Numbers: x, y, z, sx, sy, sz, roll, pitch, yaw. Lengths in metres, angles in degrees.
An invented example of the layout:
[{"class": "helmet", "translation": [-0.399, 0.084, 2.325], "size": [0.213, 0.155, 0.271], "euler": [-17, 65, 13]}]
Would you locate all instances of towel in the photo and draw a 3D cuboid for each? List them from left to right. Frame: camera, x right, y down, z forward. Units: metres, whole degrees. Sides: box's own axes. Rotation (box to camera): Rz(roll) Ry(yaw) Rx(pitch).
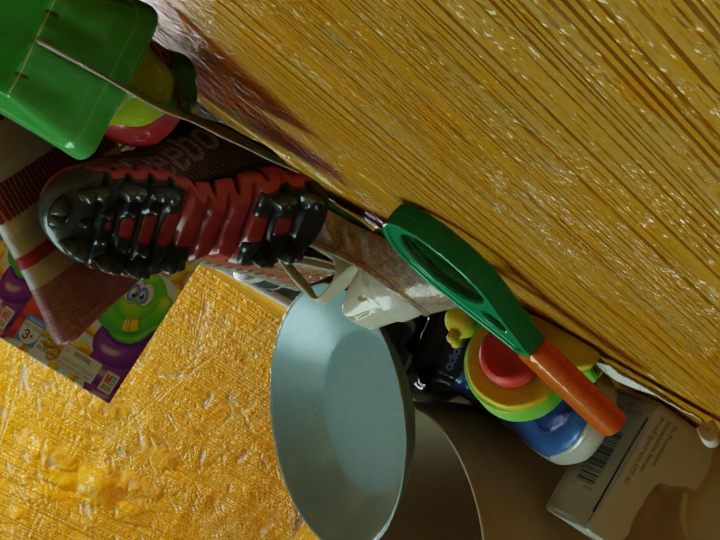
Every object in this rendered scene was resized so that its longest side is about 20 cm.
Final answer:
[{"class": "towel", "translation": [-0.194, -0.069, 1.009], "size": [0.201, 0.023, 0.144], "euler": [63, -154, -12]}]

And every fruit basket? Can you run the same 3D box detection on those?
[{"class": "fruit basket", "translation": [-0.146, -0.119, 0.928], "size": [0.185, 0.094, 0.199], "euler": [29, -170, 34]}]

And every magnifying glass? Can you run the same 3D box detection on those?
[{"class": "magnifying glass", "translation": [0.089, 0.031, 1.014], "size": [0.200, 0.022, 0.079], "euler": [45, 168, -20]}]

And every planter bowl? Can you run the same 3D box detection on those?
[{"class": "planter bowl", "translation": [0.090, 0.194, 1.284], "size": [0.134, 0.202, 0.200], "euler": [-3, -164, -31]}]

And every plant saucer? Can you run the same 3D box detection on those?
[{"class": "plant saucer", "translation": [-0.006, 0.109, 1.267], "size": [0.038, 0.203, 0.201], "euler": [-4, -164, -32]}]

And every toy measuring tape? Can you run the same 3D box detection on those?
[{"class": "toy measuring tape", "translation": [0.133, 0.081, 1.093], "size": [0.199, 0.074, 0.074], "euler": [31, 175, 23]}]

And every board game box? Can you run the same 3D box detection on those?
[{"class": "board game box", "translation": [-0.177, -0.030, 1.166], "size": [0.105, 0.201, 0.103], "euler": [37, 173, -41]}]

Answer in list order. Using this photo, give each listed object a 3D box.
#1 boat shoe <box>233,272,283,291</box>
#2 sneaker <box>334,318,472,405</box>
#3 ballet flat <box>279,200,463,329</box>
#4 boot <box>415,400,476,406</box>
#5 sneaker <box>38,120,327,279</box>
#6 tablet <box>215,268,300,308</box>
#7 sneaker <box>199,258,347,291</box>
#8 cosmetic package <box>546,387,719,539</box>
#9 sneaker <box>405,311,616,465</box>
[{"class": "boat shoe", "translation": [-0.071, -0.019, 1.410], "size": [0.060, 0.072, 0.201], "euler": [33, -177, -16]}, {"class": "sneaker", "translation": [0.007, 0.039, 1.346], "size": [0.200, 0.067, 0.090], "euler": [39, -169, 38]}, {"class": "ballet flat", "translation": [0.000, 0.000, 1.143], "size": [0.199, 0.068, 0.068], "euler": [28, 174, 42]}, {"class": "boot", "translation": [0.115, 0.156, 1.456], "size": [0.199, 0.151, 0.073], "euler": [35, 174, -25]}, {"class": "sneaker", "translation": [-0.117, -0.048, 1.021], "size": [0.199, 0.071, 0.098], "euler": [-4, -141, -44]}, {"class": "tablet", "translation": [-0.050, 0.013, 1.534], "size": [0.199, 0.014, 0.130], "euler": [30, -159, -10]}, {"class": "sneaker", "translation": [-0.069, -0.038, 1.273], "size": [0.198, 0.081, 0.071], "euler": [14, 161, -13]}, {"class": "cosmetic package", "translation": [0.242, 0.180, 1.186], "size": [0.199, 0.106, 0.071], "euler": [32, 175, -18]}, {"class": "sneaker", "translation": [0.096, 0.073, 1.195], "size": [0.111, 0.077, 0.200], "euler": [24, -175, -21]}]
